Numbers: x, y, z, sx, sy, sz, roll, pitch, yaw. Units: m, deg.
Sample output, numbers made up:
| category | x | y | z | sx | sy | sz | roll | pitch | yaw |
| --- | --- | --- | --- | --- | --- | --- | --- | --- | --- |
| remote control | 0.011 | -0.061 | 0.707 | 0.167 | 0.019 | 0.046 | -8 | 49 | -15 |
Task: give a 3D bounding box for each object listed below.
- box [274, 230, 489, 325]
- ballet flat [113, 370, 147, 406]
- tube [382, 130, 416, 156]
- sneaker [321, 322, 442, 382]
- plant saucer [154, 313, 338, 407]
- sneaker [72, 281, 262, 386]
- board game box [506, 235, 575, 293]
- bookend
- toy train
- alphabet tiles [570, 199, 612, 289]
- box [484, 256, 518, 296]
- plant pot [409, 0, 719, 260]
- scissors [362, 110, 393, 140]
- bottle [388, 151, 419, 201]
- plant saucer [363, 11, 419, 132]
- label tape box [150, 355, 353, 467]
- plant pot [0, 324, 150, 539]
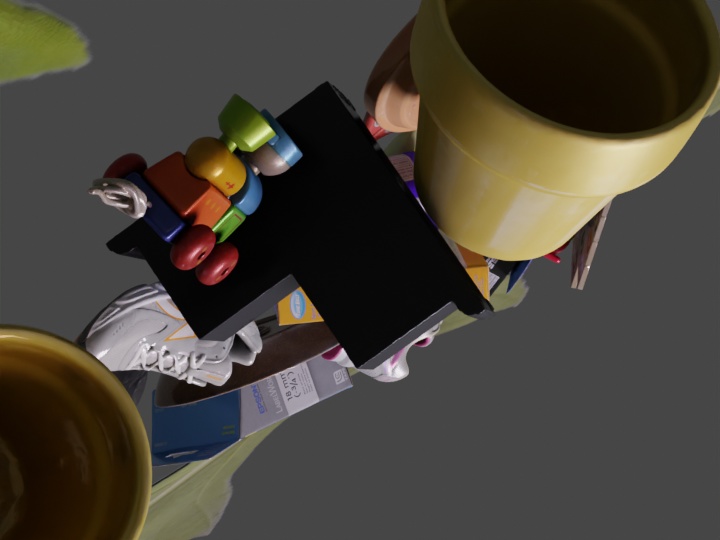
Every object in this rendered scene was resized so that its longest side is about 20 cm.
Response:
| category | x | y | z | sx | sy | sz | roll | pitch | yaw |
| --- | --- | --- | --- | --- | --- | --- | --- | --- | --- |
| box | 0.000 | 0.000 | 1.502 | 0.199 | 0.042 | 0.119 | -7 | -158 | -5 |
| ballet flat | -0.237 | 0.098 | 1.541 | 0.200 | 0.057 | 0.067 | -3 | 104 | -70 |
| tube | 0.031 | -0.081 | 1.541 | 0.200 | 0.052 | 0.058 | -52 | -158 | 41 |
| sneaker | 0.042 | 0.030 | 1.779 | 0.200 | 0.088 | 0.081 | -58 | -162 | -22 |
| plant saucer | -0.104 | 0.075 | 1.678 | 0.200 | 0.035 | 0.200 | -19 | -173 | 2 |
| sneaker | -0.152 | 0.059 | 1.482 | 0.200 | 0.092 | 0.076 | -20 | 161 | -49 |
| board game box | 0.200 | -0.055 | 1.731 | 0.158 | 0.039 | 0.200 | -60 | -178 | 21 |
| bookend | -0.040 | 0.005 | 1.299 | 0.198 | 0.200 | 0.092 | -36 | 172 | 6 |
| toy train | -0.103 | -0.068 | 1.165 | 0.116 | 0.085 | 0.200 | -45 | 168 | 0 |
| alphabet tiles | 0.231 | -0.085 | 1.751 | 0.200 | 0.008 | 0.168 | 102 | -2 | -46 |
| box | 0.166 | -0.082 | 1.737 | 0.161 | 0.043 | 0.200 | -62 | -178 | -29 |
| plant pot | 0.121 | -0.112 | 1.231 | 0.200 | 0.201 | 0.189 | -28 | 157 | -29 |
| scissors | -0.012 | -0.092 | 1.458 | 0.200 | 0.014 | 0.073 | -43 | 166 | 31 |
| bottle | -0.028 | -0.041 | 1.444 | 0.199 | 0.065 | 0.084 | -15 | 150 | -26 |
| plant saucer | 0.093 | -0.171 | 1.357 | 0.200 | 0.032 | 0.200 | -33 | 163 | -11 |
| label tape box | -0.128 | 0.126 | 1.760 | 0.144 | 0.064 | 0.200 | -14 | -173 | 46 |
| plant pot | -0.274 | 0.152 | 1.280 | 0.200 | 0.201 | 0.189 | -28 | -178 | -29 |
